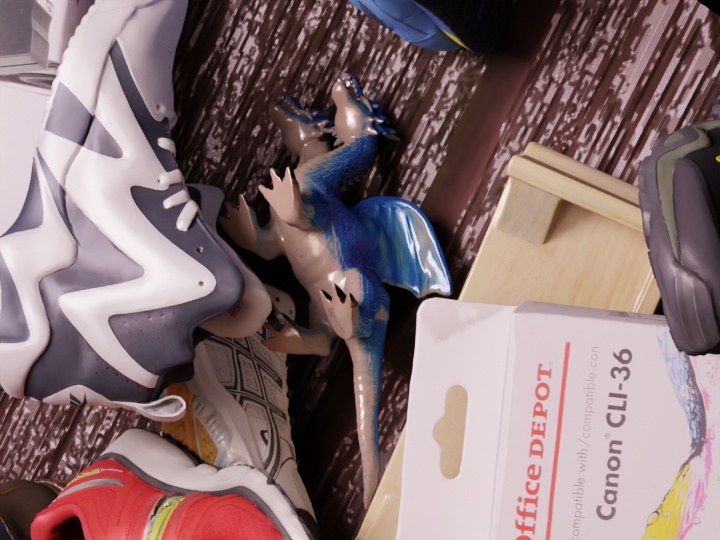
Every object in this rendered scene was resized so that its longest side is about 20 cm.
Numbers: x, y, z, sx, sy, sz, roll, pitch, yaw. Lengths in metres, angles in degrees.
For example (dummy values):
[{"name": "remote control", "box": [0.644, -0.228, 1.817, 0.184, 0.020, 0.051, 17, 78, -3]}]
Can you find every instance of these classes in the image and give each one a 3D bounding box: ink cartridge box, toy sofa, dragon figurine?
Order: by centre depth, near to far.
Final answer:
[{"name": "ink cartridge box", "box": [0.113, 0.077, 0.883, 0.199, 0.067, 0.117, 6, 93, 7]}, {"name": "toy sofa", "box": [0.070, 0.052, 0.971, 0.082, 0.098, 0.201, 24, 96, 8]}, {"name": "dragon figurine", "box": [0.000, 0.000, 1.019, 0.059, 0.099, 0.201, -36, 74, 39]}, {"name": "ink cartridge box", "box": [-0.171, -0.102, 1.093, 0.084, 0.145, 0.201, 7, 86, 3]}]

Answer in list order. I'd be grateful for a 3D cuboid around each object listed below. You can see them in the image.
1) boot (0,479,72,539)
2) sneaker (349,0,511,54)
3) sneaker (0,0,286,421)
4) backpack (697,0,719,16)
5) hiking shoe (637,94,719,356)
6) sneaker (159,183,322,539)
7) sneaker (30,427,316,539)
[{"name": "boot", "box": [-0.160, 0.197, 1.076, 0.074, 0.097, 0.201, -23, 71, 27]}, {"name": "sneaker", "box": [0.001, -0.149, 0.964, 0.078, 0.200, 0.066, 15, 79, 24]}, {"name": "sneaker", "box": [-0.082, -0.026, 0.977, 0.129, 0.080, 0.200, 21, 73, 1]}, {"name": "backpack", "box": [0.141, -0.182, 0.833, 0.134, 0.200, 0.183, -39, 76, 15]}, {"name": "hiking shoe", "box": [0.171, -0.033, 0.847, 0.100, 0.200, 0.076, -9, 112, 29]}, {"name": "sneaker", "box": [-0.055, 0.049, 1.046, 0.201, 0.087, 0.076, 63, 150, 0]}, {"name": "sneaker", "box": [-0.078, 0.132, 0.978, 0.200, 0.085, 0.077, 9, 129, 55]}]
